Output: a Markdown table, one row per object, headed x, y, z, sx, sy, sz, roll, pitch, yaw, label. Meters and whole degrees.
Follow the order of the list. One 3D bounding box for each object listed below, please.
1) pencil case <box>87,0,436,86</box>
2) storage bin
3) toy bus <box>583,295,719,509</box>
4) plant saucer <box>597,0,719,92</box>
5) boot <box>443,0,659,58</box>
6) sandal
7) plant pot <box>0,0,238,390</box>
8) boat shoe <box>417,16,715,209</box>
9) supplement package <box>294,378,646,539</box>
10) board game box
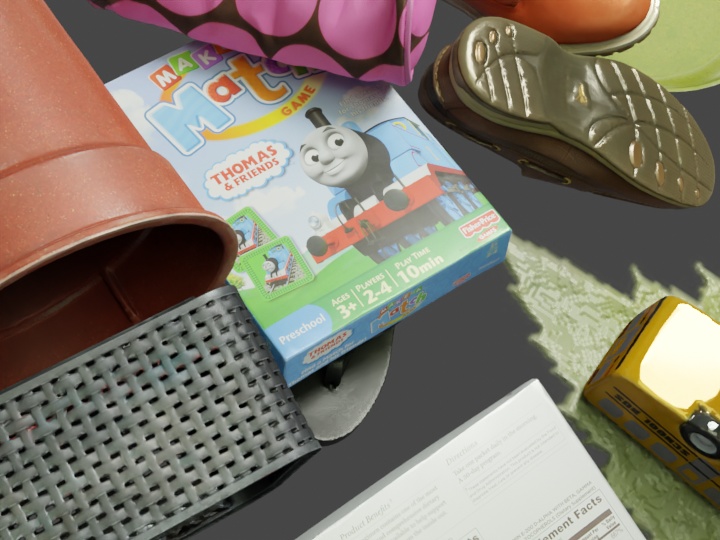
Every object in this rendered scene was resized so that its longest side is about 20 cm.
| x | y | z | sx | sy | sz | roll | pitch | yaw | label |
| --- | --- | --- | --- | --- | --- | --- | --- | --- | --- |
| -0.054 | -0.168 | 0.912 | 0.197 | 0.094 | 0.091 | 12 | 51 | 9 | pencil case |
| -0.133 | 0.101 | 0.814 | 0.199 | 0.135 | 0.094 | -28 | 81 | -21 | storage bin |
| 0.228 | 0.104 | 0.945 | 0.199 | 0.078 | 0.065 | 39 | 66 | 0 | toy bus |
| 0.176 | -0.200 | 1.054 | 0.197 | 0.031 | 0.203 | 5 | 71 | -14 | plant saucer |
| 0.079 | -0.186 | 0.957 | 0.198 | 0.107 | 0.076 | 21 | 80 | 8 | boot |
| 0.000 | 0.000 | 0.933 | 0.074 | 0.045 | 0.202 | 25 | 68 | -6 | sandal |
| -0.193 | -0.046 | 0.826 | 0.199 | 0.201 | 0.196 | -26 | 73 | -21 | plant pot |
| 0.123 | -0.086 | 0.985 | 0.198 | 0.067 | 0.073 | 21 | 64 | -26 | boat shoe |
| 0.018 | 0.166 | 0.825 | 0.199 | 0.156 | 0.112 | -32 | 84 | -22 | supplement package |
| -0.036 | -0.052 | 0.917 | 0.150 | 0.037 | 0.200 | -29 | 64 | -21 | board game box |
